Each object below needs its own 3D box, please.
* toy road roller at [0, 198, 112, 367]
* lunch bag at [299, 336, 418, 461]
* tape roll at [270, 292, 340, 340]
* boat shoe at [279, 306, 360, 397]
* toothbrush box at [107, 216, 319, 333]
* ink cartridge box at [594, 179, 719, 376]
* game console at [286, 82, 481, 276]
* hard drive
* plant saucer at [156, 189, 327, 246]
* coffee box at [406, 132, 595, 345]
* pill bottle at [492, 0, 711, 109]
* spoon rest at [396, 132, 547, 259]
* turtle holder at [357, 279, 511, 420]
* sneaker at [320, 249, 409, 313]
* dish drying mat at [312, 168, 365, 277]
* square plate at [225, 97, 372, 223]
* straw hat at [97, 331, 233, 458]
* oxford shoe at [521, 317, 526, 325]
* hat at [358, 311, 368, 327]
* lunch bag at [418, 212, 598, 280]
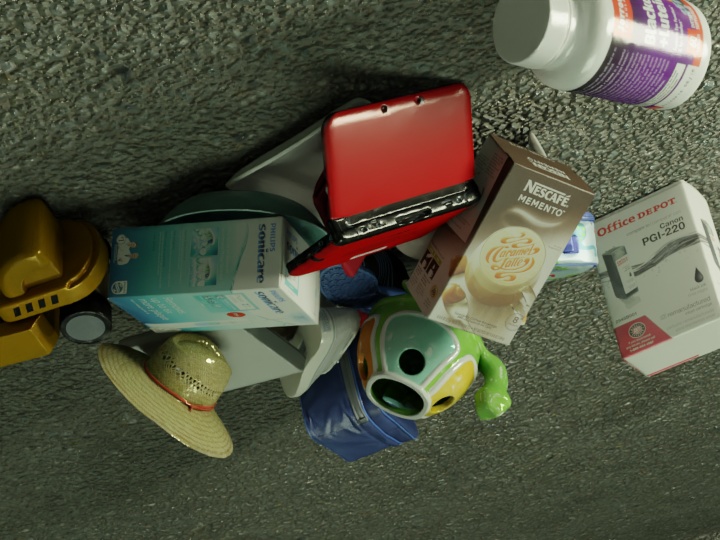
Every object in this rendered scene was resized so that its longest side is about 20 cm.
[{"bbox_3d":[-0.368,0.007,1.580,0.199,0.123,0.146,-17,139,10],"label":"toy road roller"},{"bbox_3d":[0.007,0.184,2.086,0.132,0.136,0.200,-20,154,16],"label":"lunch bag"},{"bbox_3d":[-0.127,0.040,1.807,0.201,0.071,0.203,-10,154,-5],"label":"tape roll"},{"bbox_3d":[-0.052,0.097,1.806,0.068,0.072,0.200,-9,151,-23],"label":"boat shoe"},{"bbox_3d":[-0.158,0.007,1.605,0.199,0.086,0.146,-4,161,13],"label":"toothbrush box"},{"bbox_3d":[0.382,0.009,1.824,0.145,0.201,0.085,-26,146,26],"label":"ink cartridge box"},{"bbox_3d":[0.017,-0.093,1.517,0.199,0.119,0.172,-17,171,-36],"label":"game console"},{"bbox_3d":[-0.183,0.103,1.769,0.199,0.026,0.132,-17,138,37],"label":"hard drive"},{"bbox_3d":[-0.130,-0.049,1.624,0.199,0.036,0.200,1,161,0],"label":"plant saucer"},{"bbox_3d":[0.152,-0.033,1.600,0.114,0.080,0.201,18,111,-25],"label":"coffee box"},{"bbox_3d":[0.228,-0.221,1.385,0.199,0.112,0.111,6,149,-34],"label":"pill bottle"},{"bbox_3d":[0.124,-0.081,1.659,0.199,0.100,0.061,-28,150,8],"label":"spoon rest"},{"bbox_3d":[0.079,0.118,1.735,0.185,0.132,0.141,41,135,-13],"label":"turtle holder"},{"bbox_3d":[0.000,0.000,1.770,0.070,0.078,0.200,-27,153,19],"label":"sneaker"},{"bbox_3d":[-0.016,-0.064,1.590,0.018,0.077,0.200,24,163,20],"label":"dish drying mat"},{"bbox_3d":[-0.013,-0.117,1.586,0.198,0.029,0.200,-29,150,30],"label":"square plate"},{"bbox_3d":[-0.200,0.120,1.688,0.085,0.201,0.201,-50,145,9],"label":"straw hat"},{"bbox_3d":[0.119,0.062,1.796,0.199,0.058,0.075,-15,170,28],"label":"oxford shoe"},{"bbox_3d":[0.073,0.031,1.942,0.200,0.176,0.166,-41,175,-41],"label":"hat"},{"bbox_3d":[0.178,-0.025,1.756,0.199,0.083,0.161,-5,174,-16],"label":"lunch bag"}]
